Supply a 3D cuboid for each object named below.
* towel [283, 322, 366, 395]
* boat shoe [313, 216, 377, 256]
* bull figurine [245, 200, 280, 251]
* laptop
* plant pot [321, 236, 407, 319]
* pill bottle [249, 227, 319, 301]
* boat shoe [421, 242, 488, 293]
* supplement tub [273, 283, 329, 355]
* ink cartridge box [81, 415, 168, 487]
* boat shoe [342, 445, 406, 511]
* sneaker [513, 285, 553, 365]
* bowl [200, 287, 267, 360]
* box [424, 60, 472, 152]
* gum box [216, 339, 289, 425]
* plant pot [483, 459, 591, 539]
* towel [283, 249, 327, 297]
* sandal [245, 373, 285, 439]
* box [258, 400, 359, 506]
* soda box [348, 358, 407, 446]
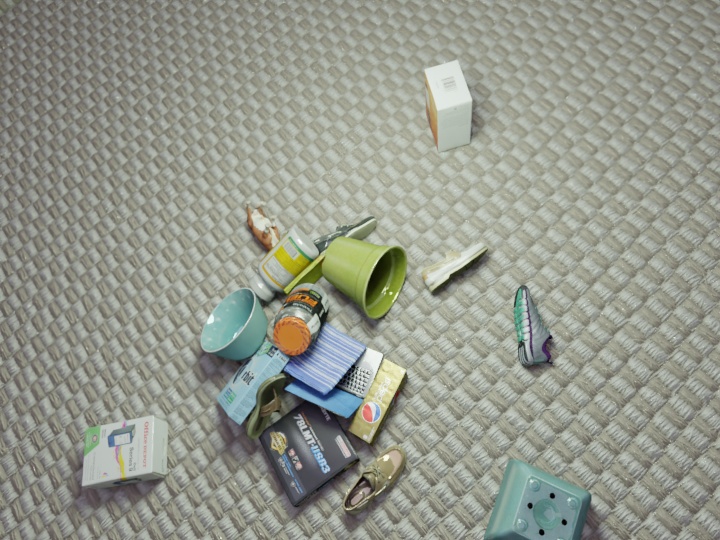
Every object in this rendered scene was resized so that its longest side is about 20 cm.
[{"bbox_3d":[-0.092,0.225,1.500,0.142,0.024,0.200,25,45,22],"label":"towel"},{"bbox_3d":[-0.043,-0.108,1.669,0.196,0.072,0.069,-30,68,-2],"label":"boat shoe"},{"bbox_3d":[-0.276,-0.120,1.698,0.064,0.124,0.199,-29,56,-30],"label":"bull figurine"},{"bbox_3d":[-0.064,0.260,1.487,0.182,0.117,0.204,19,71,17],"label":"laptop"},{"bbox_3d":[0.000,0.000,1.564,0.181,0.201,0.203,23,71,31],"label":"plant pot"},{"bbox_3d":[-0.218,-0.013,1.620,0.200,0.112,0.113,-45,65,9],"label":"pill bottle"},{"bbox_3d":[0.255,-0.023,1.576,0.197,0.075,0.069,-34,70,-5],"label":"boat shoe"},{"bbox_3d":[-0.155,0.127,1.506,0.118,0.126,0.201,-1,22,9],"label":"supplement tub"},{"bbox_3d":[-0.612,0.475,1.509,0.193,0.088,0.150,-10,64,4],"label":"ink cartridge box"},{"bbox_3d":[0.034,0.503,1.389,0.199,0.065,0.072,-42,66,-9],"label":"boat shoe"},{"bbox_3d":[0.445,0.141,1.481,0.084,0.075,0.207,1,75,-4],"label":"sneaker"},{"bbox_3d":[-0.326,0.160,1.561,0.197,0.105,0.204,-28,37,23],"label":"bowl"},{"bbox_3d":[0.258,-0.480,1.706,0.103,0.201,0.156,-14,64,2],"label":"box"},{"bbox_3d":[-0.282,0.282,1.498,0.044,0.169,0.202,43,76,-20],"label":"gum box"},{"bbox_3d":[0.389,0.527,1.240,0.191,0.201,0.200,20,70,17],"label":"plant pot"},{"bbox_3d":[-0.129,0.009,1.625,0.199,0.087,0.018,-43,62,-9],"label":"towel"},{"bbox_3d":[-0.223,0.338,1.420,0.057,0.079,0.206,35,115,31],"label":"sandal"},{"bbox_3d":[-0.131,0.446,1.455,0.196,0.050,0.202,-34,65,-3],"label":"box"},{"bbox_3d":[0.047,0.334,1.463,0.066,0.064,0.203,23,72,19],"label":"soda box"}]
